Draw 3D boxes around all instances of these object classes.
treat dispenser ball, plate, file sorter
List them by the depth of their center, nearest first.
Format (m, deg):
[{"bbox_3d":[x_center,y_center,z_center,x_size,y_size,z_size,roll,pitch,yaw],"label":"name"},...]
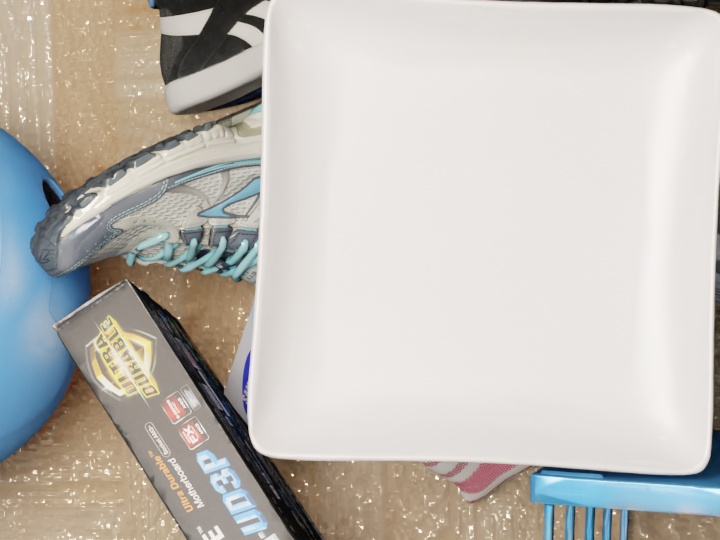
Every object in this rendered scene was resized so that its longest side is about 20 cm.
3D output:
[{"bbox_3d":[0.054,-0.016,1.137,0.199,0.032,0.200,2,90,-4],"label":"plate"},{"bbox_3d":[0.164,0.144,1.218,0.138,0.200,0.123,3,95,16],"label":"file sorter"},{"bbox_3d":[-0.235,0.013,1.331,0.200,0.201,0.201,0,90,16],"label":"treat dispenser ball"}]

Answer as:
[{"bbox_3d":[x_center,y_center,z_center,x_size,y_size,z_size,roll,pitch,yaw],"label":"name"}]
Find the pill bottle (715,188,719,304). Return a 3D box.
[{"bbox_3d":[0.132,-0.056,1.270,0.200,0.113,0.113,19,95,15],"label":"pill bottle"}]

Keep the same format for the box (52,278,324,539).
[{"bbox_3d":[-0.067,0.105,1.302,0.046,0.159,0.200,-34,81,0],"label":"box"}]

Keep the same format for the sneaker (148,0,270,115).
[{"bbox_3d":[-0.040,-0.152,1.307,0.200,0.073,0.112,-17,87,43],"label":"sneaker"}]

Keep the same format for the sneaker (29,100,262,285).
[{"bbox_3d":[-0.067,-0.029,1.300,0.078,0.200,0.087,-20,95,56],"label":"sneaker"}]

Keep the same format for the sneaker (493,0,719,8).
[{"bbox_3d":[0.126,-0.149,1.188,0.200,0.071,0.098,-33,48,-20],"label":"sneaker"}]

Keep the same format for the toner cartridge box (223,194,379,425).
[{"bbox_3d":[0.000,0.000,1.258,0.043,0.095,0.200,50,147,21],"label":"toner cartridge box"}]

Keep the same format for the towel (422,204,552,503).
[{"bbox_3d":[0.067,0.043,1.253,0.146,0.200,0.030,-31,53,16],"label":"towel"}]
